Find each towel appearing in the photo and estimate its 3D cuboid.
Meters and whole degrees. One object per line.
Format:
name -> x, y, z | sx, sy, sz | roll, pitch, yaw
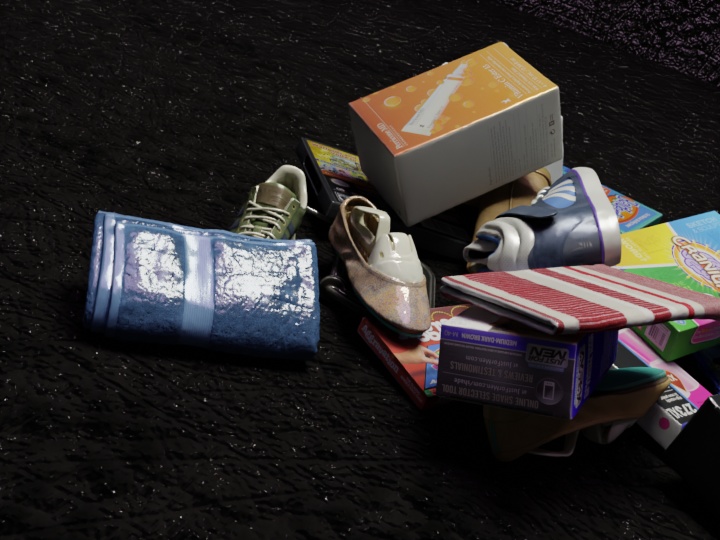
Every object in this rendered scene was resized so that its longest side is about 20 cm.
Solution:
towel -> 0.182, 0.024, 0.806 | 0.199, 0.023, 0.144 | -3, 14, -34
towel -> -0.128, 0.014, 0.831 | 0.198, 0.049, 0.112 | 10, 54, -20

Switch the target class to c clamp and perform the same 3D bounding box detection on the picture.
c clamp -> 0.000, 0.000, 1.019 | 0.170, 0.027, 0.200 | 20, 24, -10

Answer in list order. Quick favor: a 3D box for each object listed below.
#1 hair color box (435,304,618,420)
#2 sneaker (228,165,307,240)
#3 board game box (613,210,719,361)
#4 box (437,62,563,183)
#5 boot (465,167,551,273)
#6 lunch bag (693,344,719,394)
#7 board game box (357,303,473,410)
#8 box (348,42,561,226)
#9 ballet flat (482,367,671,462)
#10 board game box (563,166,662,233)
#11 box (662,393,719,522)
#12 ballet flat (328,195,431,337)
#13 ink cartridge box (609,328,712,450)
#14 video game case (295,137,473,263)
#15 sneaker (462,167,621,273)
hair color box -> 0.147, 0.061, 0.828 | 0.108, 0.065, 0.200 | 7, 13, 23
sneaker -> -0.098, -0.043, 0.954 | 0.067, 0.090, 0.200 | 21, 26, 4
board game box -> 0.351, 0.010, 1.047 | 0.198, 0.041, 0.153 | -13, 43, -27
box -> 0.158, -0.166, 1.297 | 0.097, 0.125, 0.199 | -39, 52, -24
boot -> 0.138, -0.062, 1.117 | 0.173, 0.067, 0.201 | 5, 37, 8
lunch bag -> 0.447, 0.090, 1.078 | 0.149, 0.095, 0.201 | 16, 32, -5
board game box -> 0.101, 0.073, 0.926 | 0.199, 0.020, 0.103 | -5, 42, -41
box -> 0.106, -0.154, 1.099 | 0.199, 0.098, 0.125 | -24, 43, -11
ballet flat -> 0.186, 0.124, 0.850 | 0.198, 0.064, 0.068 | -4, 4, -29
board game box -> 0.302, -0.090, 1.378 | 0.199, 0.045, 0.152 | 31, 28, 23
box -> 0.377, 0.170, 0.845 | 0.199, 0.079, 0.141 | -4, 43, -40
ballet flat -> 0.018, -0.015, 0.933 | 0.068, 0.068, 0.200 | 6, 26, -28
ink cartridge box -> 0.281, 0.116, 0.942 | 0.094, 0.037, 0.200 | -3, 40, -42
video game case -> 0.031, -0.084, 1.174 | 0.198, 0.026, 0.181 | 16, 25, -24
sneaker -> 0.172, -0.045, 0.997 | 0.145, 0.081, 0.200 | -9, 21, 4
